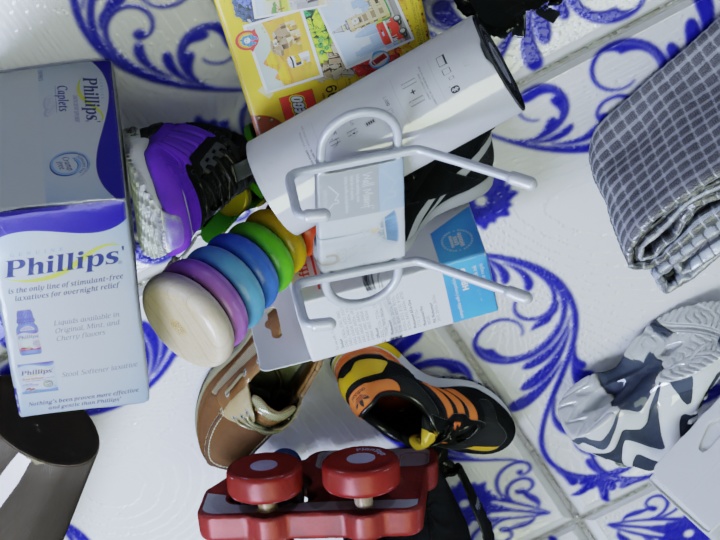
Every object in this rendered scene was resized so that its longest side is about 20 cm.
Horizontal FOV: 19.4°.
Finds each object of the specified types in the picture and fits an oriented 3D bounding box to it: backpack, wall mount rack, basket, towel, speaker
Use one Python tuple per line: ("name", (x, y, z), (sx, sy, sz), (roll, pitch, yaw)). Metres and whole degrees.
("backpack", (0.055, 0.281, 1.949), (0.126, 0.167, 0.200), (-7, 136, 18))
("wall mount rack", (0.034, -0.027, 1.528), (0.173, 0.075, 0.200), (-11, 136, -8))
("basket", (-0.318, 0.199, 1.800), (0.180, 0.136, 0.200), (17, 119, -29))
("towel", (0.278, -0.102, 1.668), (0.086, 0.166, 0.200), (37, 113, -28))
("speaker", (0.016, -0.106, 1.555), (0.200, 0.081, 0.081), (-29, 129, 11))

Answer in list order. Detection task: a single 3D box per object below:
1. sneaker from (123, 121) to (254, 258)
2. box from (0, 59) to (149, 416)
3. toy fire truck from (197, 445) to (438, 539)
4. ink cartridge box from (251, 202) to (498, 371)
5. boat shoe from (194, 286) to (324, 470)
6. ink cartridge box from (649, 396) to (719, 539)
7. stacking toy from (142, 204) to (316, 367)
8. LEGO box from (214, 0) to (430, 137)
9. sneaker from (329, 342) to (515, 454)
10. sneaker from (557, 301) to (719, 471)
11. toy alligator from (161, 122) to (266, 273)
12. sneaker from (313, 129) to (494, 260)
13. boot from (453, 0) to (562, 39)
("sneaker", (-0.123, -0.071, 1.575), (0.099, 0.200, 0.070), (-9, 113, -6))
("box", (-0.224, -0.025, 1.600), (0.105, 0.184, 0.201), (-6, 129, -6))
("toy fire truck", (-0.035, 0.199, 1.825), (0.199, 0.168, 0.113), (-3, 105, 7))
("ink cartridge box", (0.000, 0.000, 1.716), (0.199, 0.116, 0.068), (-16, 131, -1))
("boat shoe", (-0.086, 0.103, 1.806), (0.075, 0.074, 0.200), (12, 128, -22))
("ink cartridge box", (0.366, 0.189, 1.919), (0.146, 0.086, 0.200), (-47, 147, 3))
("stacking toy", (-0.078, -0.015, 1.650), (0.200, 0.085, 0.086), (-45, 141, -33))
("LEGO box", (-0.036, -0.215, 1.558), (0.148, 0.077, 0.200), (-17, 130, 0))
("sneaker", (0.060, 0.134, 1.857), (0.200, 0.090, 0.070), (28, 118, -30))
("sneaker", (0.290, 0.115, 1.909), (0.199, 0.080, 0.130), (-39, 135, 9))
("toy alligator", (-0.107, -0.067, 1.681), (0.200, 0.059, 0.054), (-39, 86, 19))
("sneaker", (0.031, -0.087, 1.641), (0.200, 0.073, 0.112), (-35, 136, -41))
("boot", (0.118, -0.274, 1.553), (0.162, 0.073, 0.198), (-29, 130, 15))
